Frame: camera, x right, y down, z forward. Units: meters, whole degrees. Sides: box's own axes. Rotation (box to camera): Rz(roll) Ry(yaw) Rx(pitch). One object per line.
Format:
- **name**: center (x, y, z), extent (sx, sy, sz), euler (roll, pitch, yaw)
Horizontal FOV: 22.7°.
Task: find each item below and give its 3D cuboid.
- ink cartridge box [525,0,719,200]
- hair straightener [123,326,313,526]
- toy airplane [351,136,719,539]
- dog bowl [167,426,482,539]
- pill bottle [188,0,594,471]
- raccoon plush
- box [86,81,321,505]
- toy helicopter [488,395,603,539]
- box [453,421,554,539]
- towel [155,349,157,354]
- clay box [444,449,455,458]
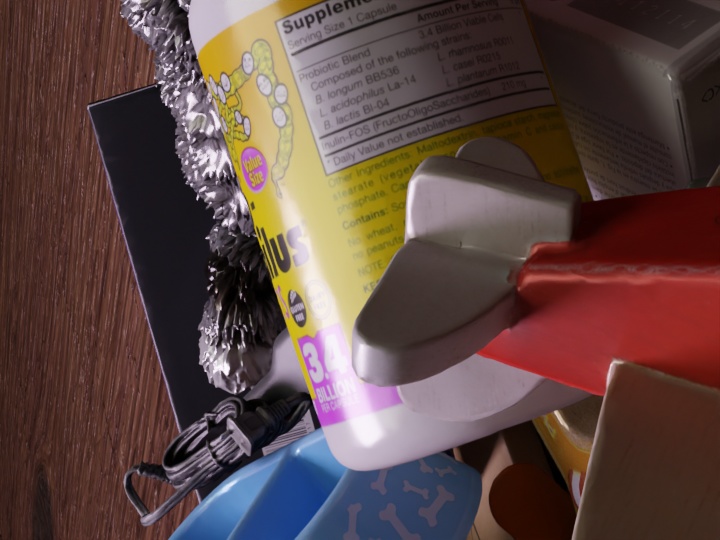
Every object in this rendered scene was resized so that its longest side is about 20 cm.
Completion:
- **ink cartridge box**: center (0.069, -0.036, 0.652), extent (0.199, 0.045, 0.177), euler (33, 148, 46)
- **hair straightener**: center (-0.042, 0.049, 0.719), extent (0.199, 0.077, 0.041), euler (-37, 85, 35)
- **toy airplane**: center (0.098, 0.028, 0.440), extent (0.199, 0.199, 0.142), euler (41, 155, 59)
- **dog bowl**: center (-0.031, 0.115, 0.703), extent (0.050, 0.112, 0.200), euler (42, 147, -11)
- **pill bottle**: center (0.009, -0.048, 0.556), extent (0.202, 0.103, 0.104), euler (71, 160, 3)
- **raccoon plush**: center (-0.053, -0.049, 0.715), extent (0.096, 0.134, 0.203), euler (2, 88, 31)
- **box**: center (-0.057, 0.007, 0.875), extent (0.141, 0.078, 0.202), euler (-30, -75, -81)
- **toy helicopter**: center (0.085, 0.073, 0.633), extent (0.201, 0.078, 0.133), euler (61, 166, 24)
- **box**: center (0.070, 0.169, 0.828), extent (0.164, 0.021, 0.201), euler (108, 151, -49)
- **towel**: center (-0.078, -0.034, 1.045), extent (0.200, 0.048, 0.173), euler (-84, 8, -85)
- **clay box**: center (0.000, 0.000, 0.842), extent (0.115, 0.047, 0.202), euler (67, -169, -58)
